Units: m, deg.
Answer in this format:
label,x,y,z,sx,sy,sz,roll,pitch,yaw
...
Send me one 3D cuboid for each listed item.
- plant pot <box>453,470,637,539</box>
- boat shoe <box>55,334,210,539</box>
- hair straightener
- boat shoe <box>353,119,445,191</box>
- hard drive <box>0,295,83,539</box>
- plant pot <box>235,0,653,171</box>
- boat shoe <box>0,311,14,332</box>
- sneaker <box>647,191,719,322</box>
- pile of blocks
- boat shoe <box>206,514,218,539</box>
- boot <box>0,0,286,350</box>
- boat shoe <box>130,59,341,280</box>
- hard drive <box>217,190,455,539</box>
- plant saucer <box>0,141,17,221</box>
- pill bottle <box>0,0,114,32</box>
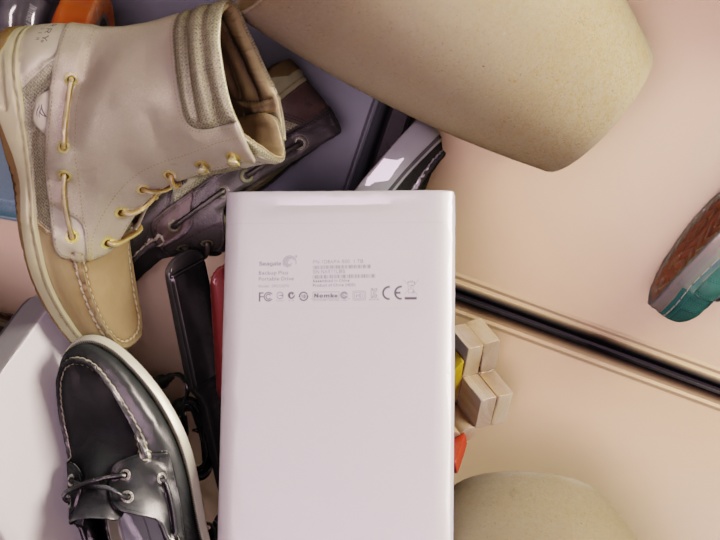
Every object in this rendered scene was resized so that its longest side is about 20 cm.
label,x,y,z,sx,sy,sz,roll,pitch,yaw
plant pot,0.095,0.195,1.270,0.199,0.200,0.135,2,66,8
boat shoe,-0.135,0.138,1.230,0.074,0.066,0.200,-7,105,35
hair straightener,-0.095,0.079,1.315,0.077,0.041,0.201,11,122,32
boat shoe,0.000,0.000,1.302,0.057,0.069,0.200,35,109,3
hard drive,-0.173,0.133,1.267,0.027,0.132,0.200,-6,125,30
plant pot,0.062,-0.153,1.225,0.200,0.187,0.187,40,103,-15
boat shoe,-0.212,0.061,1.337,0.200,0.074,0.076,30,94,-19
sneaker,0.257,-0.029,1.255,0.080,0.071,0.200,42,110,-9
pile of blocks,0.017,0.117,1.298,0.200,0.082,0.062,-50,47,12
boat shoe,-0.062,0.173,1.278,0.075,0.062,0.200,42,122,27
boot,-0.114,-0.048,1.216,0.154,0.072,0.201,-6,109,20
boat shoe,-0.095,-0.039,1.305,0.201,0.072,0.066,-45,85,8
hard drive,-0.012,0.055,1.226,0.131,0.025,0.201,0,80,6
plant saucer,-0.298,-0.077,1.346,0.199,0.019,0.070,9,124,6
pill bottle,-0.250,-0.144,1.294,0.199,0.106,0.107,9,100,7
